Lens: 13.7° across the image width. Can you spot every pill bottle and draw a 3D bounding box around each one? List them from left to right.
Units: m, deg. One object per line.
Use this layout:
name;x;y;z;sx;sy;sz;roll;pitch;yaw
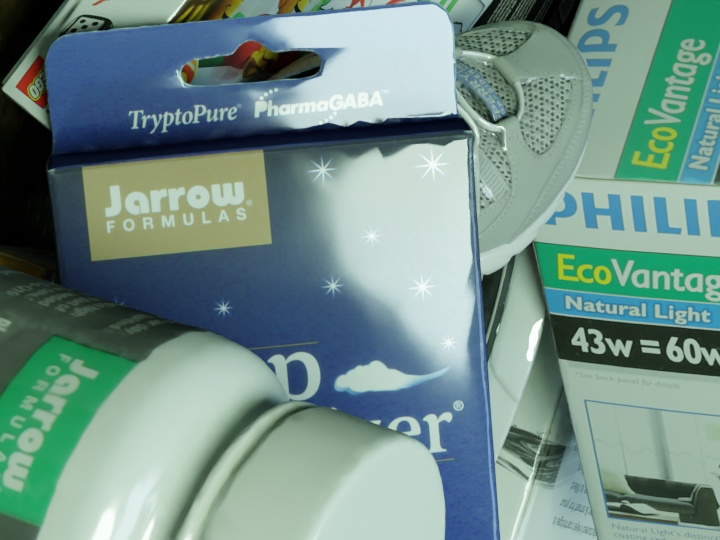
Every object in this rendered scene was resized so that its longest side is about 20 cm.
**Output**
pill bottle;-0.086;0.060;0.782;0.113;0.199;0.114;-43;142;-48

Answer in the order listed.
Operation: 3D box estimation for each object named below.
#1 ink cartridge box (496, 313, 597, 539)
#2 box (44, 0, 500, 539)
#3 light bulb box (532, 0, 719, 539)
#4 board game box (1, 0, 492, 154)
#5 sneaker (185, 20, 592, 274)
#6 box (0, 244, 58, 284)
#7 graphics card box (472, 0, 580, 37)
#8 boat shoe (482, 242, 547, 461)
ink cartridge box;0.066;0.063;1.249;0.144;0.083;0.201;25;81;-67
box;-0.024;0.028;0.856;0.032;0.121;0.201;-112;-164;-79
light bulb box;0.154;-0.023;1.127;0.199;0.124;0.200;-68;153;-42
board game box;-0.029;-0.074;0.952;0.126;0.035;0.200;-52;161;1
sneaker;0.011;-0.037;0.935;0.200;0.075;0.082;-32;155;-41
box;-0.109;0.094;0.950;0.119;0.041;0.201;8;96;-66
graphics card box;0.046;-0.144;1.116;0.126;0.051;0.200;-61;154;-24
boat shoe;0.018;0.056;1.128;0.072;0.068;0.201;-76;-172;-69
